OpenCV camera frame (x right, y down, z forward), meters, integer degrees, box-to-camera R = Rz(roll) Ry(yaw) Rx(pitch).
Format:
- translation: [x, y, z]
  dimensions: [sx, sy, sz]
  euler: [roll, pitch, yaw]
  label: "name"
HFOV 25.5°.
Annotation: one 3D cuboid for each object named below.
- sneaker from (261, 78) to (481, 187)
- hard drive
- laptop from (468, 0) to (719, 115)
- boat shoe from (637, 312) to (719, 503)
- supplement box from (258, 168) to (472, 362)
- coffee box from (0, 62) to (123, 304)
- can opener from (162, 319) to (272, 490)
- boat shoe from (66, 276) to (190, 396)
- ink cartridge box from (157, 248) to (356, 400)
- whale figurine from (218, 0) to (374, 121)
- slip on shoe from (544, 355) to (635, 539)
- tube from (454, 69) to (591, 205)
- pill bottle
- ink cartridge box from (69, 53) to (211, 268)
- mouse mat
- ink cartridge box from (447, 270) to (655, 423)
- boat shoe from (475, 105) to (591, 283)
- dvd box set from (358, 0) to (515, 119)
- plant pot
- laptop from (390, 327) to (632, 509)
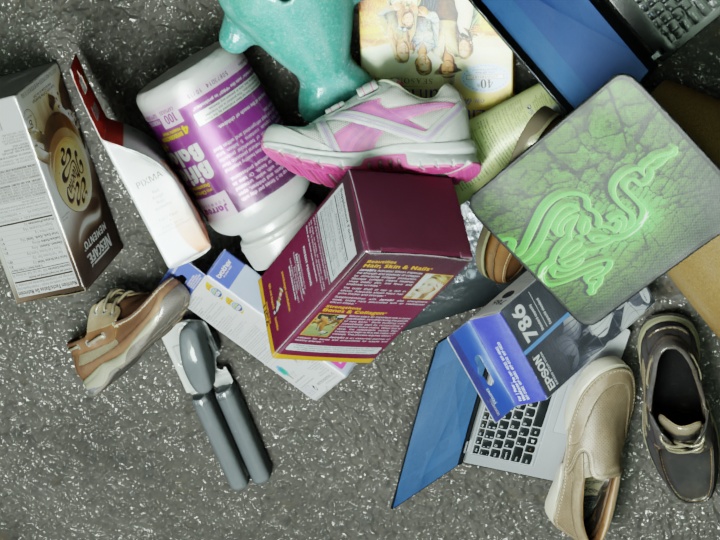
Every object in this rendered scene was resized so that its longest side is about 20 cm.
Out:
- translation: [0.010, -0.125, 1.427]
  dimensions: [0.198, 0.081, 0.089]
  euler: [1, 78, 6]
  label: "sneaker"
- translation: [0.082, -0.026, 1.530]
  dimensions: [0.198, 0.033, 0.141]
  euler: [-18, 108, 18]
  label: "hard drive"
- translation: [0.223, -0.248, 1.368]
  dimensions: [0.200, 0.103, 0.177]
  euler: [-39, 101, 23]
  label: "laptop"
- translation: [0.302, 0.143, 1.534]
  dimensions: [0.074, 0.073, 0.202]
  euler: [-11, 110, 16]
  label: "boat shoe"
- translation: [0.000, 0.000, 1.434]
  dimensions: [0.109, 0.086, 0.200]
  euler: [4, 149, -29]
  label: "supplement box"
- translation: [-0.312, -0.084, 1.544]
  dimensions: [0.079, 0.113, 0.202]
  euler: [-11, 111, 16]
  label: "coffee box"
- translation: [-0.150, 0.140, 1.636]
  dimensions: [0.052, 0.067, 0.201]
  euler: [-16, 113, 16]
  label: "can opener"
- translation: [-0.240, 0.056, 1.590]
  dimensions: [0.072, 0.076, 0.200]
  euler: [50, 133, 1]
  label: "boat shoe"
- translation: [-0.100, 0.046, 1.560]
  dimensions: [0.199, 0.042, 0.119]
  euler: [34, 158, -5]
  label: "ink cartridge box"
- translation: [-0.052, -0.223, 1.407]
  dimensions: [0.158, 0.104, 0.201]
  euler: [-19, 113, 6]
  label: "whale figurine"
- translation: [0.232, 0.179, 1.554]
  dimensions: [0.075, 0.061, 0.202]
  euler: [-2, 121, -29]
  label: "slip on shoe"
- translation: [0.122, -0.117, 1.444]
  dimensions: [0.199, 0.058, 0.052]
  euler: [-31, 138, 18]
  label: "tube"
- translation: [-0.115, -0.105, 1.494]
  dimensions: [0.112, 0.112, 0.201]
  euler: [-26, 105, 20]
  label: "pill bottle"
- translation: [-0.204, -0.113, 1.483]
  dimensions: [0.050, 0.162, 0.202]
  euler: [-24, 105, -2]
  label: "ink cartridge box"
- translation: [0.206, -0.055, 1.346]
  dimensions: [0.161, 0.008, 0.200]
  euler: [44, 127, -7]
  label: "mouse mat"
- translation: [0.179, 0.045, 1.467]
  dimensions: [0.100, 0.200, 0.039]
  euler: [59, 156, -16]
  label: "ink cartridge box"
- translation: [0.156, -0.050, 1.415]
  dimensions: [0.068, 0.072, 0.201]
  euler: [33, 142, 17]
  label: "boat shoe"
- translation: [0.070, -0.213, 1.455]
  dimensions: [0.145, 0.029, 0.202]
  euler: [3, 113, 10]
  label: "dvd box set"
- translation: [0.312, -0.066, 1.401]
  dimensions: [0.200, 0.186, 0.187]
  euler: [42, 115, 8]
  label: "plant pot"
- translation: [0.145, 0.140, 1.525]
  dimensions: [0.198, 0.116, 0.189]
  euler: [12, 117, -4]
  label: "laptop"
